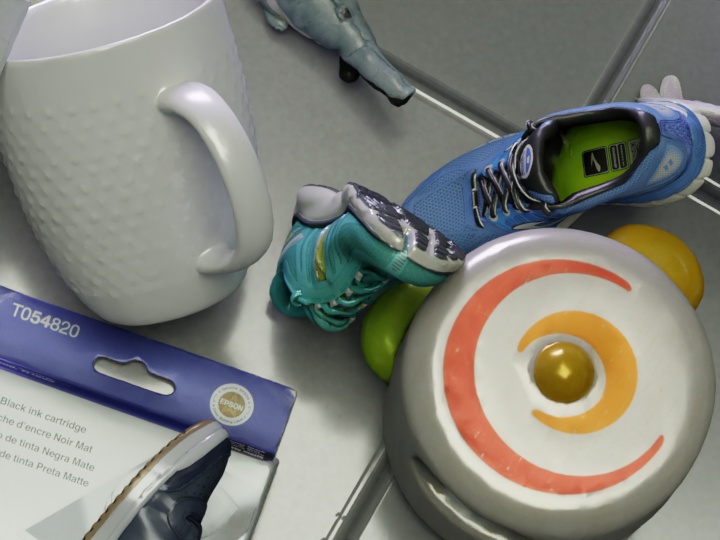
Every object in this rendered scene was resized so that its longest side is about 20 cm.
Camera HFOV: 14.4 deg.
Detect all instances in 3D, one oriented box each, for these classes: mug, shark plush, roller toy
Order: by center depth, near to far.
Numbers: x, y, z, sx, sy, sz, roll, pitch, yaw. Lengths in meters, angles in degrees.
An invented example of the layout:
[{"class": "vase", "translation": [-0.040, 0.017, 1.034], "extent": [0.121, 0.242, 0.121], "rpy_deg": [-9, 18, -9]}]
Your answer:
[{"class": "mug", "translation": [-0.116, -0.061, 1.627], "extent": [0.147, 0.200, 0.176], "rpy_deg": [-26, 114, -29]}, {"class": "roller toy", "translation": [0.111, 0.074, 1.646], "extent": [0.199, 0.140, 0.183], "rpy_deg": [-8, 74, -9]}, {"class": "shark plush", "translation": [-0.042, -0.178, 1.738], "extent": [0.091, 0.083, 0.201], "rpy_deg": [-22, 76, -12]}]

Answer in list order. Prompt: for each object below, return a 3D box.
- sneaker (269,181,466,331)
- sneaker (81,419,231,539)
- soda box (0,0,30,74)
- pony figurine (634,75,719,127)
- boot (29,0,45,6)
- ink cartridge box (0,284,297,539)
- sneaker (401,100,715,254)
[{"class": "sneaker", "translation": [0.000, 0.000, 1.634], "extent": [0.077, 0.200, 0.080], "rpy_deg": [30, 81, -15]}, {"class": "sneaker", "translation": [-0.110, 0.184, 1.541], "extent": [0.108, 0.070, 0.200], "rpy_deg": [38, 77, 8]}, {"class": "soda box", "translation": [-0.275, -0.153, 1.617], "extent": [0.068, 0.200, 0.064], "rpy_deg": [25, 87, -41]}, {"class": "pony figurine", "translation": [0.271, -0.077, 1.701], "extent": [0.166, 0.193, 0.201], "rpy_deg": [-16, 94, -7]}, {"class": "boot", "translation": [-0.196, -0.147, 1.727], "extent": [0.199, 0.073, 0.183], "rpy_deg": [-5, 73, -14]}, {"class": "ink cartridge box", "translation": [-0.156, 0.124, 1.655], "extent": [0.199, 0.041, 0.201], "rpy_deg": [18, 72, 0]}, {"class": "sneaker", "translation": [0.104, -0.060, 1.683], "extent": [0.199, 0.089, 0.079], "rpy_deg": [-21, 72, 27]}]
